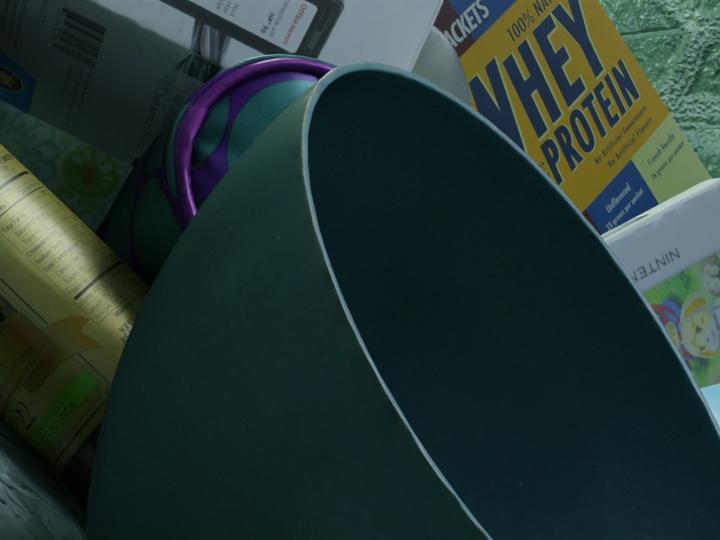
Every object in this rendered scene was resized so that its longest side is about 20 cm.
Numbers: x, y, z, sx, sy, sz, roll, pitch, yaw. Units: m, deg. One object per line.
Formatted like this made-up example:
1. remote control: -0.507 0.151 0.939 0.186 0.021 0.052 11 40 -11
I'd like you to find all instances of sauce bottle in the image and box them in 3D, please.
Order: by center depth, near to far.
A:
1. sauce bottle: -0.130 -0.011 0.860 0.200 0.065 0.065 42 6 5

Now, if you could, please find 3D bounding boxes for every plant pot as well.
1. plant pot: 0.002 0.062 0.758 0.200 0.135 0.200 42 26 -26

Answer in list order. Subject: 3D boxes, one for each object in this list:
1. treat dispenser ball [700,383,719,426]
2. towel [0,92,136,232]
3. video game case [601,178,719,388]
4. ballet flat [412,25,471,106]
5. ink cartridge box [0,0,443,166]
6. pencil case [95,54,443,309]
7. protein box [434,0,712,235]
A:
1. treat dispenser ball: 0.148 0.140 0.966 0.201 0.201 0.201 42 6 -5
2. towel: -0.122 -0.097 1.073 0.200 0.171 0.048 44 -33 9
3. video game case: 0.135 0.082 1.201 0.022 0.182 0.201 -15 -81 55
4. ballet flat: 0.000 0.000 1.071 0.067 0.201 0.064 15 14 6
5. ink cartridge box: -0.046 -0.076 0.982 0.199 0.068 0.116 27 -22 -3
6. pencil case: -0.042 -0.004 0.920 0.092 0.085 0.200 26 -19 -7
7. protein box: 0.042 -0.071 1.456 0.198 0.135 0.200 -12 -62 52
